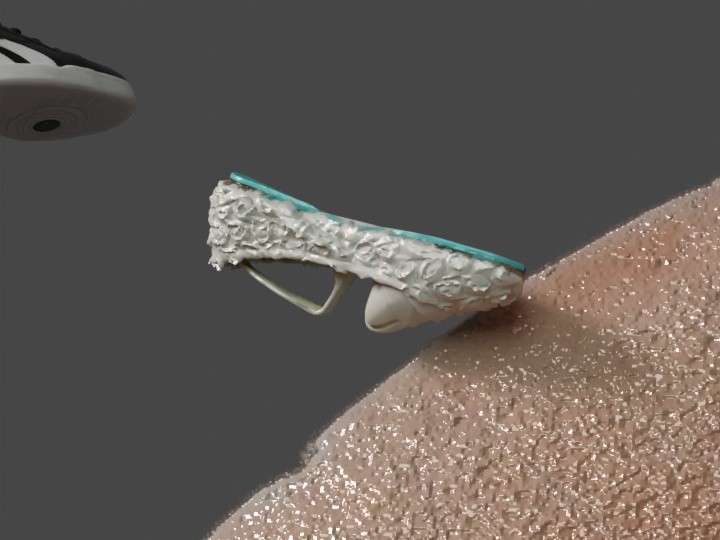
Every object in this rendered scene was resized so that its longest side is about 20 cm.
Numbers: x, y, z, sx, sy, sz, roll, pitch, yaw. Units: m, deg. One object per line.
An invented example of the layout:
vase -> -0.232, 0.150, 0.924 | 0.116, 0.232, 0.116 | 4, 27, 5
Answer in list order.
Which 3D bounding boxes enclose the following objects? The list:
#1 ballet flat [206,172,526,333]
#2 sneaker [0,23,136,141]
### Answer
ballet flat -> 0.000, 0.000, 1.371 | 0.200, 0.072, 0.072 | 18, 60, 22
sneaker -> -0.233, -0.144, 1.440 | 0.200, 0.073, 0.112 | 2, 63, -31
